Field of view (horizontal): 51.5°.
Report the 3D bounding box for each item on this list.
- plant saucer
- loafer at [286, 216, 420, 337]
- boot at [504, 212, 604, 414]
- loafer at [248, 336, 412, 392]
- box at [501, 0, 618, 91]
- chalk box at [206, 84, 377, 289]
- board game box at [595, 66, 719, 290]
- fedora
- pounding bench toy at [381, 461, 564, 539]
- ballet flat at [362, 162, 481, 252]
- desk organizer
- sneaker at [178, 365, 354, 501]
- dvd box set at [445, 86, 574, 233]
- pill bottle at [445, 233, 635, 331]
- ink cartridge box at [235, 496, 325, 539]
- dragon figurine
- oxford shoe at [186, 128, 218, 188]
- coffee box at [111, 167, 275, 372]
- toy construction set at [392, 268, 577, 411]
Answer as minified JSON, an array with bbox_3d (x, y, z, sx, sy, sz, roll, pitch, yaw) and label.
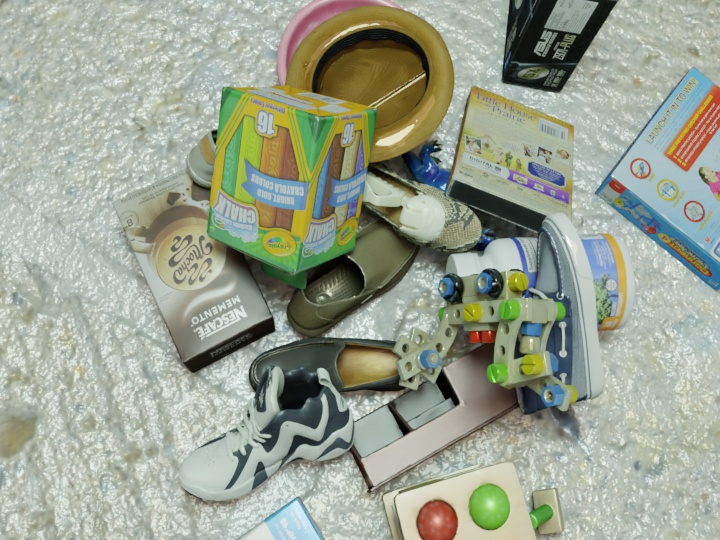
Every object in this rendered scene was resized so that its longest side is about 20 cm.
[{"bbox_3d":[-0.008,-0.254,0.951,0.195,0.051,0.206,1,75,-4],"label":"plant saucer"},{"bbox_3d":[0.000,0.000,0.868,0.076,0.068,0.200,44,70,8],"label":"loafer"},{"bbox_3d":[0.190,0.049,0.769,0.088,0.073,0.205,-15,101,-6],"label":"boot"},{"bbox_3d":[-0.030,0.105,0.840,0.195,0.072,0.075,-7,76,-5],"label":"loafer"},{"bbox_3d":[0.243,-0.347,0.916,0.084,0.200,0.168,9,74,-1],"label":"box"},{"bbox_3d":[-0.075,-0.079,0.783,0.123,0.123,0.205,20,111,25],"label":"chalk box"},{"bbox_3d":[0.433,-0.117,0.941,0.195,0.056,0.201,40,76,7],"label":"board game box"},{"bbox_3d":[0.012,-0.206,0.871,0.195,0.082,0.206,-1,78,4],"label":"fedora"},{"bbox_3d":[0.136,0.265,0.765,0.195,0.156,0.127,-14,76,-8],"label":"pounding bench toy"},{"bbox_3d":[0.041,-0.076,0.848,0.198,0.075,0.069,32,108,23],"label":"ballet flat"},{"bbox_3d":[0.079,0.163,0.833,0.197,0.072,0.078,-27,76,-11],"label":"desk organizer"},{"bbox_3d":[-0.107,0.157,0.778,0.194,0.131,0.080,-13,39,-1],"label":"sneaker"},{"bbox_3d":[0.183,-0.134,0.889,0.143,0.030,0.202,20,45,-3],"label":"dvd box set"},{"bbox_3d":[0.201,0.018,0.859,0.195,0.112,0.115,-4,75,-5],"label":"pill bottle"},{"bbox_3d":[-0.128,0.315,0.753,0.198,0.116,0.067,-33,79,-12],"label":"ink cartridge box"},{"bbox_3d":[0.089,-0.096,0.910,0.197,0.059,0.101,25,74,2],"label":"dragon figurine"},{"bbox_3d":[-0.107,-0.137,0.873,0.197,0.058,0.076,-13,71,-40],"label":"oxford shoe"},{"bbox_3d":[-0.187,-0.002,0.854,0.111,0.080,0.203,-26,78,-11],"label":"coffee box"},{"bbox_3d":[0.122,0.067,0.745,0.091,0.197,0.135,4,83,-45],"label":"toy construction set"}]
